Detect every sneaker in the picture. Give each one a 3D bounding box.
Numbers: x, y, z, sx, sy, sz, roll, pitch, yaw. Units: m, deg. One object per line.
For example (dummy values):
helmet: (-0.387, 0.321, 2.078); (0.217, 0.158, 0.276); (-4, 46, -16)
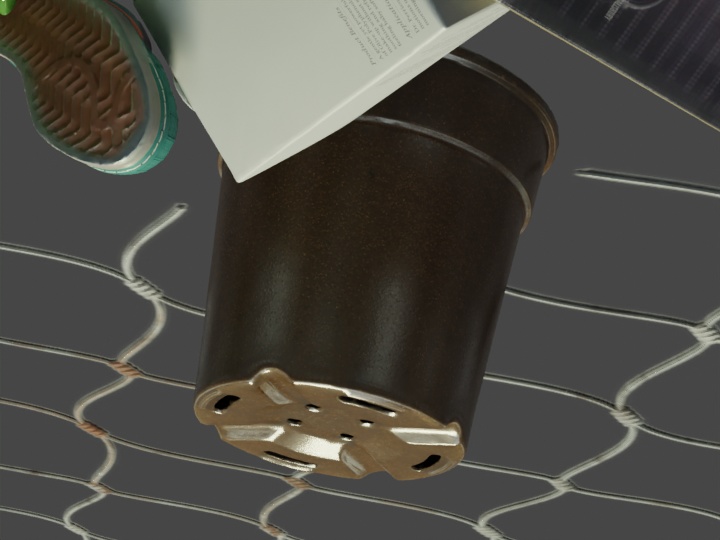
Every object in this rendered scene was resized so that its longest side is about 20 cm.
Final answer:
sneaker: (-0.130, -0.102, 0.983); (0.080, 0.071, 0.200); (24, -165, -42)

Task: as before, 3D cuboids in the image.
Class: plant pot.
plant pot: (0.000, 0.000, 1.081); (0.200, 0.199, 0.200); (8, 156, 4)

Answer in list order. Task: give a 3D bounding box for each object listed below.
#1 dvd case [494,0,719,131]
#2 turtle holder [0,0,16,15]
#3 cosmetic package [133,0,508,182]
dvd case: (0.158, -0.139, 0.807); (0.200, 0.016, 0.149); (25, 109, -29)
turtle holder: (-0.245, -0.161, 0.900); (0.132, 0.141, 0.186); (25, 167, 9)
cosmetic package: (-0.011, -0.129, 0.881); (0.108, 0.085, 0.200); (60, 147, -2)
